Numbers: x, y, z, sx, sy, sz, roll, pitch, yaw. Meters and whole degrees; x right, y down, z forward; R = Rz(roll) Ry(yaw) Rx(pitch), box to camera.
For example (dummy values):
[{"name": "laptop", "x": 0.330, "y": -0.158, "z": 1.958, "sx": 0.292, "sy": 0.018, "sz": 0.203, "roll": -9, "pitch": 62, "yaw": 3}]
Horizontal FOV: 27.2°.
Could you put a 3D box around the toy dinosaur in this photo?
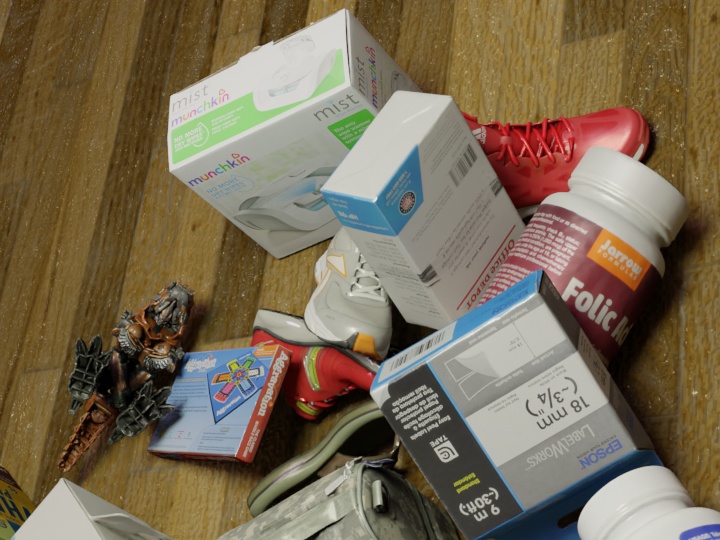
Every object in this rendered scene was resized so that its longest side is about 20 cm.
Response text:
[{"name": "toy dinosaur", "x": -0.220, "y": 0.106, "z": 1.418, "sx": 0.136, "sy": 0.101, "sz": 0.202, "roll": -106, "pitch": 30, "yaw": -83}]

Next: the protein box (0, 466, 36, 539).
[{"name": "protein box", "x": -0.404, "y": 0.295, "z": 1.413, "sx": 0.201, "sy": 0.135, "sz": 0.198, "roll": -52, "pitch": 46, "yaw": -2}]

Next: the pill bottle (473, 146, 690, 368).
[{"name": "pill bottle", "x": 0.168, "y": 0.012, "z": 1.174, "sx": 0.114, "sy": 0.114, "sz": 0.201, "roll": 28, "pitch": 83, "yaw": 43}]

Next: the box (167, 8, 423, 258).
[{"name": "box", "x": -0.047, "y": -0.122, "z": 1.370, "sx": 0.198, "sy": 0.176, "sz": 0.098, "roll": -21, "pitch": 53, "yaw": 24}]

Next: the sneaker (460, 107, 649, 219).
[{"name": "sneaker", "x": 0.138, "y": -0.100, "z": 1.261, "sx": 0.199, "sy": 0.115, "sz": 0.079, "roll": -27, "pitch": 50, "yaw": 21}]

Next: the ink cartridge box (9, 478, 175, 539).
[{"name": "ink cartridge box", "x": -0.242, "y": 0.293, "z": 1.300, "sx": 0.200, "sy": 0.128, "sz": 0.125, "roll": -49, "pitch": 46, "yaw": 0}]

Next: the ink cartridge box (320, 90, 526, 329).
[{"name": "ink cartridge box", "x": 0.064, "y": -0.032, "z": 1.209, "sx": 0.066, "sy": 0.201, "sz": 0.116, "roll": 12, "pitch": 55, "yaw": 44}]

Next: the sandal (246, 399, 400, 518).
[{"name": "sandal", "x": -0.007, "y": 0.163, "z": 1.250, "sx": 0.200, "sy": 0.080, "sz": 0.058, "roll": -38, "pitch": 66, "yaw": 20}]

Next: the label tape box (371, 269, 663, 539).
[{"name": "label tape box", "x": 0.122, "y": 0.124, "z": 1.078, "sx": 0.143, "sy": 0.201, "sz": 0.063, "roll": -32, "pitch": 8, "yaw": 15}]

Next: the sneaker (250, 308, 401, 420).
[{"name": "sneaker", "x": -0.025, "y": 0.093, "z": 1.311, "sx": 0.199, "sy": 0.077, "sz": 0.086, "roll": 15, "pitch": 90, "yaw": 47}]

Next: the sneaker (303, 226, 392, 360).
[{"name": "sneaker", "x": 0.000, "y": 0.000, "z": 1.271, "sx": 0.200, "sy": 0.075, "sz": 0.093, "roll": -100, "pitch": 31, "yaw": -65}]

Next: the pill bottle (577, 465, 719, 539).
[{"name": "pill bottle", "x": 0.228, "y": 0.233, "z": 1.000, "sx": 0.112, "sy": 0.112, "sz": 0.201, "roll": -39, "pitch": 47, "yaw": 11}]

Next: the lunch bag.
[{"name": "lunch bag", "x": -0.027, "y": 0.238, "z": 1.146, "sx": 0.199, "sy": 0.168, "sz": 0.140, "roll": -31, "pitch": 50, "yaw": 17}]

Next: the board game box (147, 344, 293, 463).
[{"name": "board game box", "x": -0.130, "y": 0.121, "z": 1.342, "sx": 0.199, "sy": 0.019, "sz": 0.104, "roll": -9, "pitch": 58, "yaw": 60}]
